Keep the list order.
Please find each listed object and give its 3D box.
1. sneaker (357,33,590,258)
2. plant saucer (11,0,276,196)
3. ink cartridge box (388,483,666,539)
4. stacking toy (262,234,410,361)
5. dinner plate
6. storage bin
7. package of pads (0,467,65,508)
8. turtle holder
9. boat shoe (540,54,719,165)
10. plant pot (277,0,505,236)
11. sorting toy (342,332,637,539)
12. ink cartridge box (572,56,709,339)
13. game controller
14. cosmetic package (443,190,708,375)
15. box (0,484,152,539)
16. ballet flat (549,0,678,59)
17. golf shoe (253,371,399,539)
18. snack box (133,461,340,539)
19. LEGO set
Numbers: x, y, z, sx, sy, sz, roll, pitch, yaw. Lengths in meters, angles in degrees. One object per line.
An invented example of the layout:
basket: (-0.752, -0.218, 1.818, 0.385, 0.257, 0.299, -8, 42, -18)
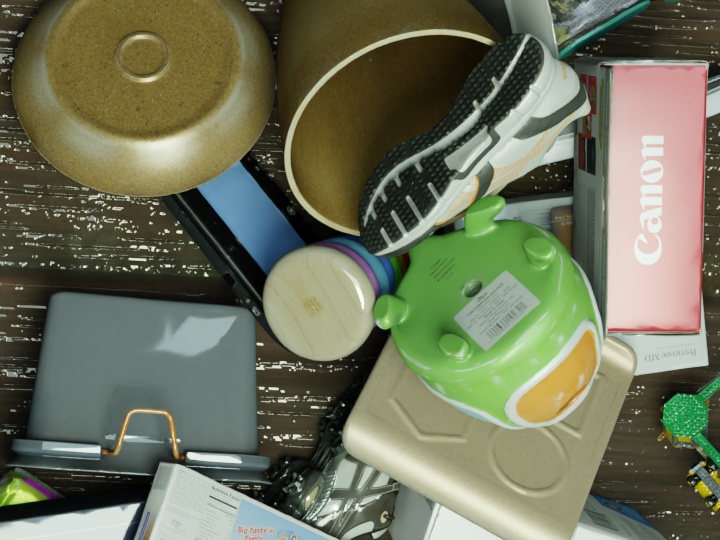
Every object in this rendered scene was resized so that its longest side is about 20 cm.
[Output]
sneaker: (0.079, -0.073, 1.303, 0.080, 0.074, 0.200, 21, 126, -43)
plant saucer: (-0.163, -0.153, 1.406, 0.199, 0.035, 0.201, 1, 67, -3)
ink cartridge box: (0.131, 0.212, 1.468, 0.199, 0.146, 0.085, 18, 96, -9)
stacking toy: (0.000, 0.000, 1.415, 0.085, 0.200, 0.086, 6, 107, 18)
dinner plate: (0.105, -0.182, 1.407, 0.024, 0.200, 0.201, -13, 96, -11)
storage bin: (-0.164, 0.089, 1.424, 0.199, 0.146, 0.135, 4, 83, -9)
package of pads: (-0.266, 0.270, 1.447, 0.154, 0.068, 0.200, 35, 87, -11)
turtle holder: (0.088, 0.041, 1.334, 0.132, 0.185, 0.141, 49, 58, -36)
boat shoe: (0.209, -0.138, 1.499, 0.199, 0.070, 0.066, -16, 98, 0)
plant pot: (0.015, -0.158, 1.390, 0.186, 0.200, 0.187, -9, 134, -10)
sorting toy: (0.099, 0.099, 1.417, 0.185, 0.037, 0.200, 29, 54, 0)
ink cartridge box: (0.207, -0.056, 1.387, 0.084, 0.176, 0.201, 0, 98, -1)
game controller: (-0.080, -0.027, 1.435, 0.200, 0.042, 0.104, 52, 45, 2)
cosmetic package: (0.173, 0.013, 1.509, 0.199, 0.052, 0.151, -7, 98, -8)
box: (-0.223, 0.242, 1.381, 0.199, 0.079, 0.142, -7, 91, -13)
ballet flat: (0.228, -0.237, 1.493, 0.200, 0.072, 0.072, -25, 98, -8)
golf shoe: (0.004, 0.155, 1.487, 0.200, 0.078, 0.094, -45, 111, 3)
snack box: (-0.080, 0.209, 1.389, 0.200, 0.024, 0.072, 31, 68, -38)
LEGO set: (0.343, 0.125, 1.534, 0.154, 0.116, 0.200, 42, 82, 20)
